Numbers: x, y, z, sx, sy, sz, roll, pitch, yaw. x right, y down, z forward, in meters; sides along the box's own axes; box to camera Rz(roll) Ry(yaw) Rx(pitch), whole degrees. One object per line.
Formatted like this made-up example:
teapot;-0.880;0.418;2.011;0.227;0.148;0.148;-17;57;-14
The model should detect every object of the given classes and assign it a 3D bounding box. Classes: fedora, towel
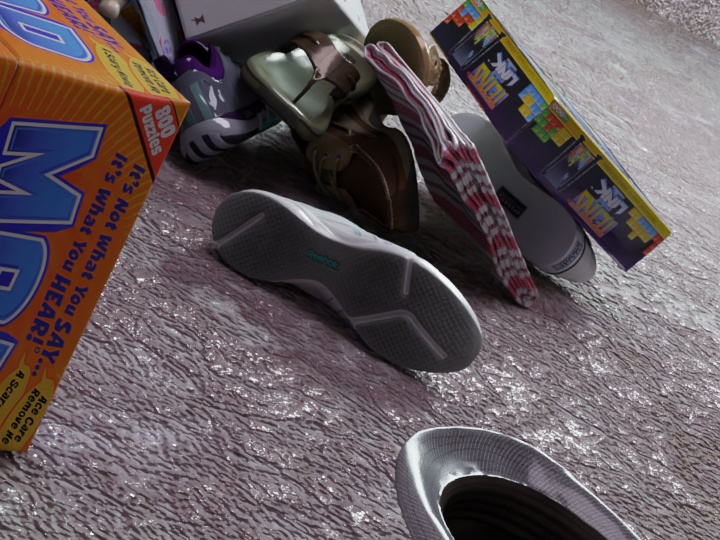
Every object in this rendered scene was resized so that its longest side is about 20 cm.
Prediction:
fedora;0.080;0.175;1.044;0.200;0.091;0.176;45;25;28
towel;0.067;-0.071;1.659;0.147;0.030;0.200;55;-5;42

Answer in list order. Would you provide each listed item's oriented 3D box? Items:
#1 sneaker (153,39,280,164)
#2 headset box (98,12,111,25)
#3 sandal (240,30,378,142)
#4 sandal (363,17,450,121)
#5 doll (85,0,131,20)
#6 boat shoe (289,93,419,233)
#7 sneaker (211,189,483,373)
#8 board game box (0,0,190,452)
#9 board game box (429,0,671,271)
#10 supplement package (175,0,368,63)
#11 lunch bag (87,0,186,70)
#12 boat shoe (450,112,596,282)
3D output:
sneaker;-0.097;-0.145;1.663;0.088;0.074;0.200;64;18;-5
headset box;-0.253;-0.128;1.400;0.173;0.093;0.200;22;19;-16
sandal;-0.032;-0.156;1.650;0.080;0.057;0.201;43;27;0
sandal;0.038;-0.158;1.772;0.069;0.212;0.078;-13;80;-24
doll;-0.228;-0.222;1.563;0.199;0.049;0.137;-33;72;-23
boat shoe;-0.007;-0.081;1.693;0.073;0.076;0.200;-11;26;-12
sneaker;0.000;0.000;1.458;0.200;0.071;0.080;31;15;12
board game box;-0.243;-0.057;1.032;0.199;0.201;0.200;11;24;-43
board game box;0.155;-0.111;1.766;0.200;0.057;0.166;43;13;-41
supplement package;-0.077;-0.237;1.733;0.200;0.119;0.122;25;48;-79
lunch bag;-0.211;-0.227;1.699;0.200;0.127;0.170;40;18;-1
boat shoe;0.128;-0.056;1.825;0.065;0.074;0.200;39;12;-50
